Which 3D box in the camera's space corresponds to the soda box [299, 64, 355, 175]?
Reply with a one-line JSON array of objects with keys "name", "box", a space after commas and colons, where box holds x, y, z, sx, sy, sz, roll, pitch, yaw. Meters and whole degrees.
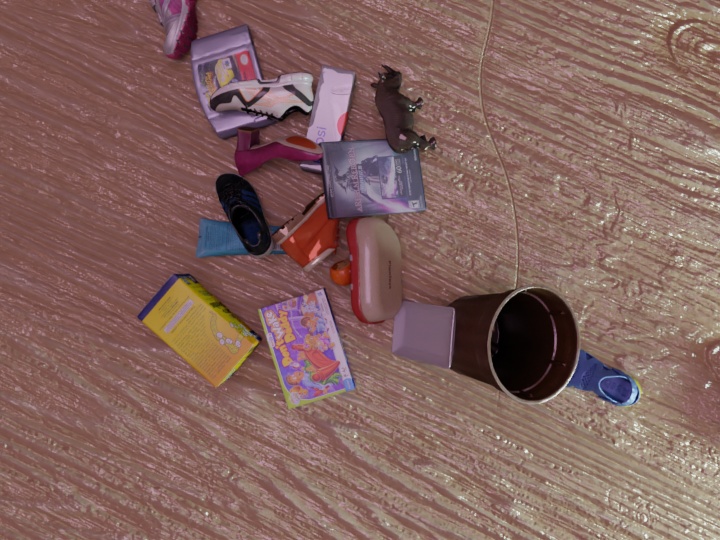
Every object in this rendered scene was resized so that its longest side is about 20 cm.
[{"name": "soda box", "box": [-0.061, -0.283, 1.499, 0.068, 0.063, 0.201, 13, 91, 2]}]

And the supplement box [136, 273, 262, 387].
[{"name": "supplement box", "box": [-0.301, 0.109, 1.486, 0.200, 0.109, 0.110, 41, 91, 1]}]

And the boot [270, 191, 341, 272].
[{"name": "boot", "box": [-0.065, -0.086, 1.481, 0.200, 0.075, 0.107, -44, 98, -22]}]

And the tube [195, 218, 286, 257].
[{"name": "tube", "box": [-0.219, -0.060, 1.516, 0.199, 0.050, 0.078, 2, 76, 6]}]

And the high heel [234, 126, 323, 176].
[{"name": "high heel", "box": [-0.153, -0.208, 1.477, 0.199, 0.067, 0.097, 20, 120, 32]}]

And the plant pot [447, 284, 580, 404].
[{"name": "plant pot", "box": [0.248, 0.122, 1.399, 0.200, 0.198, 0.201, -1, 91, -28]}]

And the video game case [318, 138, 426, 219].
[{"name": "video game case", "box": [0.024, -0.176, 1.479, 0.199, 0.019, 0.144, -7, 87, -23]}]

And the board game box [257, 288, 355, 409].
[{"name": "board game box", "box": [-0.103, 0.150, 1.510, 0.134, 0.045, 0.201, -18, 89, 2]}]

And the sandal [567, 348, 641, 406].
[{"name": "sandal", "box": [0.440, 0.200, 1.470, 0.199, 0.087, 0.080, 20, 92, 4]}]

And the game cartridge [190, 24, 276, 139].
[{"name": "game cartridge", "box": [-0.254, -0.363, 1.522, 0.133, 0.041, 0.201, -17, 89, 6]}]

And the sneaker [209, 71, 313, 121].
[{"name": "sneaker", "box": [-0.183, -0.316, 1.466, 0.199, 0.074, 0.080, -9, 92, 2]}]

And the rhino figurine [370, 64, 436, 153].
[{"name": "rhino figurine", "box": [0.072, -0.308, 1.485, 0.087, 0.060, 0.201, -10, 72, -21]}]

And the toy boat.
[{"name": "toy boat", "box": [0.000, 0.000, 1.483, 0.130, 0.130, 0.201, -2, 90, 31]}]

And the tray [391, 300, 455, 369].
[{"name": "tray", "box": [0.119, 0.114, 1.441, 0.022, 0.200, 0.108, 4, 91, -28]}]

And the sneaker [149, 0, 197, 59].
[{"name": "sneaker", "box": [-0.362, -0.505, 1.509, 0.088, 0.081, 0.201, 6, 82, 3]}]

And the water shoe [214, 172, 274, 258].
[{"name": "water shoe", "box": [-0.221, -0.118, 1.472, 0.071, 0.079, 0.200, -32, 67, -2]}]
